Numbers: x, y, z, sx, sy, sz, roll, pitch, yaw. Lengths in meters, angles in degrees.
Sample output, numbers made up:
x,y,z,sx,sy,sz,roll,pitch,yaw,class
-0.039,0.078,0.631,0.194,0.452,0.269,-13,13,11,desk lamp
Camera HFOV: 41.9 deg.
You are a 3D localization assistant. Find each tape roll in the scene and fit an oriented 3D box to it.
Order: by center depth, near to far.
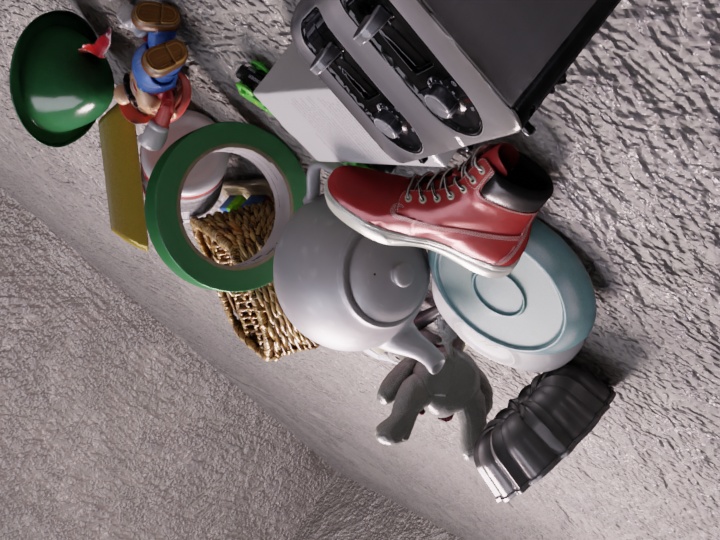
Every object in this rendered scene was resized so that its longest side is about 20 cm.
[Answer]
x,y,z,sx,sy,sz,roll,pitch,yaw,class
-0.157,-0.075,1.131,0.200,0.201,0.048,42,163,-22,tape roll

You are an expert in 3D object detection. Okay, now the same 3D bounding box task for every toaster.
x,y,z,sx,sy,sz,roll,pitch,yaw,class
0.068,-0.166,0.492,0.119,0.201,0.181,41,170,-14,toaster

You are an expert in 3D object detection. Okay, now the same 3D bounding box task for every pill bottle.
x,y,z,sx,sy,sz,roll,pitch,yaw,class
-0.244,-0.133,1.293,0.115,0.116,0.200,36,163,-3,pill bottle

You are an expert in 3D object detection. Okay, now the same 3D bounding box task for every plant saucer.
x,y,z,sx,sy,sz,roll,pitch,yaw,class
0.149,0.016,0.982,0.199,0.027,0.201,27,143,23,plant saucer
-0.325,-0.135,1.283,0.048,0.202,0.200,-7,-170,-13,plant saucer

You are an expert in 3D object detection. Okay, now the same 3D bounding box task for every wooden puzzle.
x,y,z,sx,sy,sz,roll,pitch,yaw,class
-0.128,-0.059,1.394,0.200,0.046,0.185,43,162,-26,wooden puzzle

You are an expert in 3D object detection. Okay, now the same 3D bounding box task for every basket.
x,y,z,sx,sy,sz,roll,pitch,yaw,class
-0.146,0.024,1.284,0.143,0.147,0.202,-90,-13,-59,basket

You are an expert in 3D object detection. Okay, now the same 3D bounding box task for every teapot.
x,y,z,sx,sy,sz,roll,pitch,yaw,class
0.006,-0.003,1.050,0.198,0.200,0.146,16,173,-32,teapot

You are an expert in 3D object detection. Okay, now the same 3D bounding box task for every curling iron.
x,y,z,sx,sy,sz,roll,pitch,yaw,class
0.087,0.065,1.329,0.026,0.050,0.200,44,157,-3,curling iron

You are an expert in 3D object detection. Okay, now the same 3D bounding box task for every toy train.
x,y,z,sx,sy,sz,roll,pitch,yaw,class
-0.047,-0.153,0.990,0.199,0.042,0.056,34,173,4,toy train

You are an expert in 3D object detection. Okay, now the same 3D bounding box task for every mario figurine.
x,y,z,sx,sy,sz,roll,pitch,yaw,class
-0.249,-0.219,1.072,0.105,0.124,0.200,24,161,-7,mario figurine

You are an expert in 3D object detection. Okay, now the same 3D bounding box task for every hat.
x,y,z,sx,sy,sz,roll,pitch,yaw,class
-0.302,-0.222,1.128,0.174,0.200,0.167,9,113,21,hat

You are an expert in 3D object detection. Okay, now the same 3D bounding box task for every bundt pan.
x,y,z,sx,sy,sz,roll,pitch,yaw,class
0.217,0.188,1.162,0.076,0.202,0.202,47,165,7,bundt pan

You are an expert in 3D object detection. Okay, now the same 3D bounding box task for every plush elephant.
x,y,z,sx,sy,sz,roll,pitch,yaw,class
0.094,0.145,1.290,0.163,0.202,0.155,6,-178,-11,plush elephant

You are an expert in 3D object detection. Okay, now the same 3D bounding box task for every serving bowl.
x,y,z,sx,sy,sz,roll,pitch,yaw,class
0.163,0.061,1.119,0.199,0.066,0.200,33,163,11,serving bowl

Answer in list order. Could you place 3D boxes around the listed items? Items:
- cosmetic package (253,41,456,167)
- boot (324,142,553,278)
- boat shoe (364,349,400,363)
x,y,z,sx,sy,sz,roll,pitch,yaw,class
0.003,-0.152,0.834,0.101,0.072,0.199,44,161,-32,cosmetic package
0.068,-0.080,0.851,0.198,0.073,0.145,19,145,3,boot
0.076,0.112,1.450,0.198,0.073,0.071,25,156,-3,boat shoe
